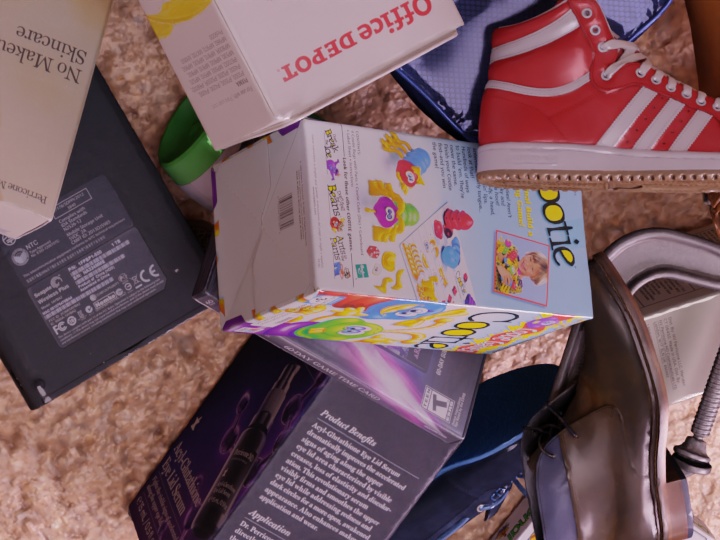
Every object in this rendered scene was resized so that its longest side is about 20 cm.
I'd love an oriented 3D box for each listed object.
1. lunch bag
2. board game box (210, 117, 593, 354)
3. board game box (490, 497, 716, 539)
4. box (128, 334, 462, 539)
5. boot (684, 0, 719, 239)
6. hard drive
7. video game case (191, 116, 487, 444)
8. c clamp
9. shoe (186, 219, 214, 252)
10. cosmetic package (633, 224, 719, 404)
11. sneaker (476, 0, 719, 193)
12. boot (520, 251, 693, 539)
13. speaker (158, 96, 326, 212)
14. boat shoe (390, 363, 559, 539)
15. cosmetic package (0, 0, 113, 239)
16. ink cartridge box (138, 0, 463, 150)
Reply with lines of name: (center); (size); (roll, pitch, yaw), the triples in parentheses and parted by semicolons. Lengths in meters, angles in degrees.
lunch bag: (0.102, -0.177, 1.609); (0.200, 0.132, 0.136); (-43, 96, 3)
board game box: (0.025, -0.016, 1.539); (0.200, 0.103, 0.105); (6, 72, -34)
board game box: (0.138, 0.228, 1.828); (0.126, 0.035, 0.200); (34, 100, -23)
box: (-0.045, 0.131, 1.682); (0.104, 0.148, 0.200); (31, 99, -23)
boot: (0.227, -0.115, 1.587); (0.077, 0.155, 0.200); (0, 133, 11)
hard drive: (-0.189, -0.036, 1.587); (0.139, 0.033, 0.200); (-31, 93, -16)
video game case: (0.000, 0.000, 1.594); (0.200, 0.019, 0.143); (31, 60, -26)
c clamp: (0.210, 0.055, 1.654); (0.171, 0.027, 0.200); (19, 103, -19)
shoe: (-0.181, 0.004, 1.638); (0.200, 0.053, 0.070); (-1, 68, -16)
cosmetic package: (0.255, 0.017, 1.730); (0.200, 0.105, 0.071); (-17, 114, -6)
sneaker: (0.168, -0.103, 1.504); (0.200, 0.071, 0.113); (1, 82, 0)
boot: (0.139, 0.092, 1.606); (0.097, 0.075, 0.200); (-17, 109, -5)
speaker: (-0.028, -0.044, 1.651); (0.200, 0.088, 0.088); (34, 99, -23)
boat shoe: (0.071, 0.134, 1.761); (0.200, 0.084, 0.069); (-32, 124, 18)
cosmetic package: (-0.211, -0.130, 1.527); (0.105, 0.071, 0.200); (18, 74, -22)
ink cartridge box: (-0.055, -0.188, 1.469); (0.145, 0.083, 0.200); (-30, 95, -31)
